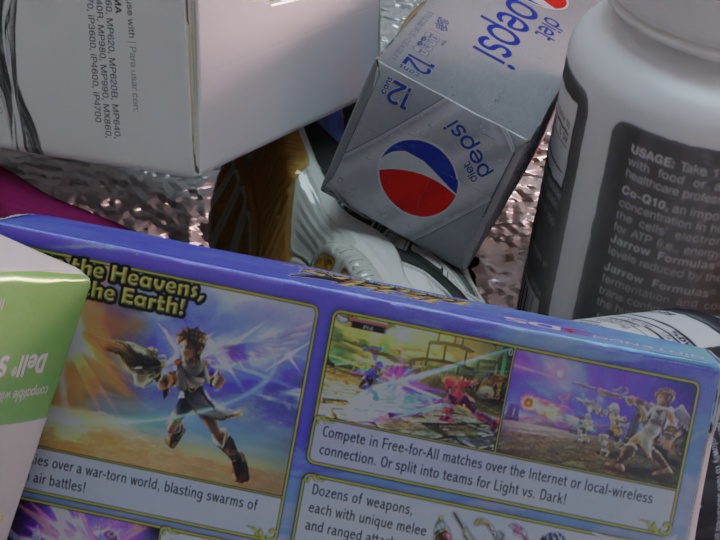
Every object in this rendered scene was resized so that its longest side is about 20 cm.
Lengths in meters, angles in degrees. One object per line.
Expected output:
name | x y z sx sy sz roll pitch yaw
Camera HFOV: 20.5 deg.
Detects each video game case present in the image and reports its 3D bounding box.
video game case | -0.016 0.092 0.543 0.198 0.183 0.045 11 7 4

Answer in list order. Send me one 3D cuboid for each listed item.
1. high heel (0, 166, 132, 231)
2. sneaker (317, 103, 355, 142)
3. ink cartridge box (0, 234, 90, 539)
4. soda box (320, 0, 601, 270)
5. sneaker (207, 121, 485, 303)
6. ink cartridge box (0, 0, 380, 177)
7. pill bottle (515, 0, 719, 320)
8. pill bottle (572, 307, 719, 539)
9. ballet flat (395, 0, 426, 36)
high heel | -0.125 -0.025 0.801 0.198 0.068 0.096 17 43 20
sneaker | -0.074 -0.101 0.948 0.089 0.079 0.199 -32 43 -32
ink cartridge box | -0.160 0.075 0.510 0.116 0.202 0.067 22 8 21
soda box | 0.051 -0.080 0.829 0.068 0.064 0.200 28 30 3
sneaker | 0.000 0.000 0.812 0.087 0.076 0.201 11 30 -29
ink cartridge box | -0.107 -0.106 0.809 0.198 0.085 0.144 9 22 29
pill bottle | 0.127 -0.039 0.763 0.112 0.202 0.114 6 32 -4
pill bottle | 0.078 0.069 0.659 0.199 0.107 0.106 -5 33 -38
ballet flat | 0.059 -0.110 0.978 0.062 0.069 0.200 -10 26 22
